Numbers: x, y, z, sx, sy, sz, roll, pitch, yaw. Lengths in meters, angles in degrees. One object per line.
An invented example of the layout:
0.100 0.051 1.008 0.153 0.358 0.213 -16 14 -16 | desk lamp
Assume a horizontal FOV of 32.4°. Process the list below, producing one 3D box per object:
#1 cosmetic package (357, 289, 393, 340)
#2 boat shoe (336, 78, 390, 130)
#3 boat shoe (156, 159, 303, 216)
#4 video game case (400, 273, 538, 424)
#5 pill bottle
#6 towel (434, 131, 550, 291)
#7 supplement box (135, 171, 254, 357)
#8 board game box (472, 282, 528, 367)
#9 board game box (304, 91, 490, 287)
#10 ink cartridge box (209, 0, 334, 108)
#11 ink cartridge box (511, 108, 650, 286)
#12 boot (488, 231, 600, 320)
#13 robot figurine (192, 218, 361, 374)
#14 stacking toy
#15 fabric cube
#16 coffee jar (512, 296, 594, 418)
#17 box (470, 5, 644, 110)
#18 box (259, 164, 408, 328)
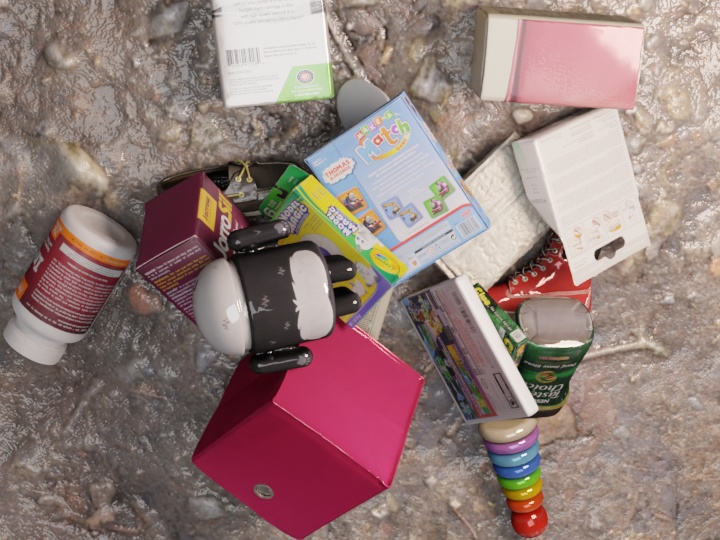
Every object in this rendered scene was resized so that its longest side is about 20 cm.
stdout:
0.000 0.000 1.662 0.103 0.073 0.201 19 114 3 | cosmetic package
0.051 -0.170 1.636 0.202 0.086 0.075 45 100 18 | boat shoe
-0.169 -0.111 1.640 0.200 0.072 0.061 -14 136 4 | boat shoe
0.142 0.109 1.650 0.023 0.182 0.201 -30 92 -24 | video game case
-0.394 0.022 1.659 0.113 0.113 0.200 31 102 -10 | pill bottle
0.175 -0.069 1.641 0.200 0.034 0.133 -43 97 2 | towel
-0.186 -0.006 1.608 0.103 0.131 0.200 -26 129 22 | supplement box
0.166 0.111 1.655 0.023 0.200 0.105 -27 63 -23 | board game box
0.047 -0.100 1.558 0.151 0.037 0.200 -31 102 18 | board game box
-0.114 -0.318 1.583 0.145 0.084 0.201 -5 106 0 | ink cartridge box
0.294 -0.101 1.627 0.160 0.050 0.201 -25 106 -32 | ink cartridge box
0.226 0.002 1.692 0.199 0.072 0.145 4 106 -11 | boot
-0.103 0.032 1.495 0.199 0.125 0.151 -12 63 -13 | robot figurine
0.231 0.295 1.774 0.085 0.085 0.201 -15 111 3 | stacking toy
-0.066 0.199 1.634 0.196 0.200 0.199 39 132 -15 | fabric cube
0.243 0.122 1.671 0.104 0.086 0.200 -1 145 -6 | coffee jar
0.247 -0.273 1.581 0.199 0.128 0.110 3 107 -1 | box
-0.046 -0.032 1.577 0.200 0.048 0.117 45 137 3 | box
